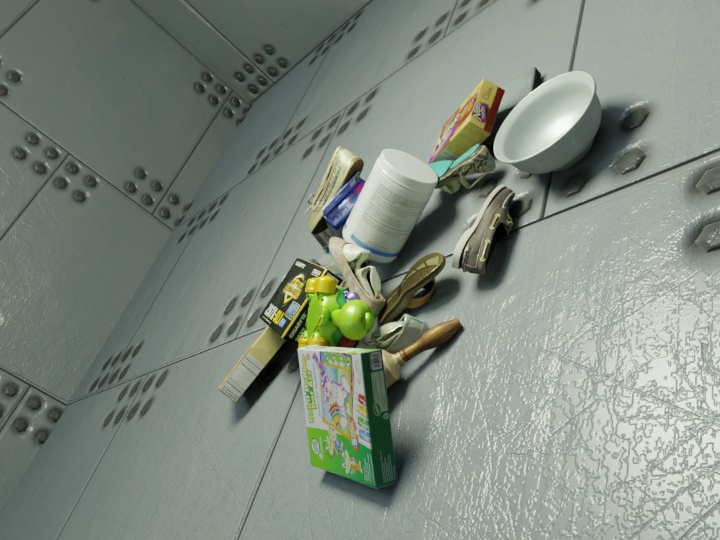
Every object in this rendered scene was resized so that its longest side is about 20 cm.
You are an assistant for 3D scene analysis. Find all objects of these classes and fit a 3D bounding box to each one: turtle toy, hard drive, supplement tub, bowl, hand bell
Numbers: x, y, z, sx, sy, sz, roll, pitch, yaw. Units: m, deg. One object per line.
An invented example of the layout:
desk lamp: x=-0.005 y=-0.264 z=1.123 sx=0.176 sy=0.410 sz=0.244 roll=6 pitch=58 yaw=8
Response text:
turtle toy: x=-0.042 y=0.087 z=1.191 sx=0.200 sy=0.101 sz=0.147 roll=169 pitch=109 yaw=-71
hard drive: x=0.303 y=-0.322 z=1.383 sx=0.139 sy=0.033 sz=0.201 roll=-26 pitch=35 yaw=42
supplement tub: x=0.057 y=-0.128 z=1.351 sx=0.132 sy=0.131 sz=0.200 roll=-94 pitch=28 yaw=-56
bowl: x=0.335 y=-0.235 z=1.142 sx=0.201 sy=0.090 sz=0.201 roll=-38 pitch=27 yaw=24
hand bell: x=0.079 y=0.139 z=1.098 sx=0.199 sy=0.104 sz=0.104 roll=-31 pitch=28 yaw=10

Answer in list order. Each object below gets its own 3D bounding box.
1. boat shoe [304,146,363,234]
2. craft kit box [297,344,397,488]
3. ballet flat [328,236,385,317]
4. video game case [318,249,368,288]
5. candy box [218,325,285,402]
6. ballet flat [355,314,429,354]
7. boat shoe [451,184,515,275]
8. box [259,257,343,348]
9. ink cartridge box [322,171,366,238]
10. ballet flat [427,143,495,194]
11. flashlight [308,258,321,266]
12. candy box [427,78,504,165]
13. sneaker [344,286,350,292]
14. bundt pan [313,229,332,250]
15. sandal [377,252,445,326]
boat shoe: x=-0.063 y=-0.167 z=1.421 sx=0.200 sy=0.063 sz=0.073 roll=-58 pitch=-20 yaw=23
craft kit box: x=-0.026 y=0.220 z=1.045 sx=0.197 sy=0.048 sz=0.201 roll=-8 pitch=89 yaw=59
ballet flat: x=0.000 y=0.000 z=1.286 sx=0.067 sy=0.068 sz=0.201 roll=-47 pitch=57 yaw=35
video game case: x=-0.054 y=0.006 z=1.550 sx=0.200 sy=0.023 sz=0.183 roll=-15 pitch=42 yaw=51
candy box: x=-0.235 y=0.197 z=1.517 sx=0.200 sy=0.055 sz=0.115 roll=-52 pitch=4 yaw=0
ballet flat: x=0.031 y=0.138 z=1.174 sx=0.200 sy=0.069 sz=0.070 roll=-38 pitch=27 yaw=26
boat shoe: x=0.224 y=-0.070 z=1.139 sx=0.059 sy=0.072 sz=0.200 roll=22 pitch=54 yaw=23
box: x=-0.127 y=0.060 z=1.367 sx=0.160 sy=0.049 sz=0.200 roll=-59 pitch=23 yaw=-4
ink cartridge box: x=-0.018 y=-0.122 z=1.453 sx=0.119 sy=0.042 sz=0.200 roll=-47 pitch=-20 yaw=-10
ballet flat: x=0.194 y=-0.193 z=1.340 sx=0.068 sy=0.075 sz=0.200 roll=-50 pitch=19 yaw=-28
flashlight: x=-0.100 y=0.058 z=1.461 sx=0.067 sy=0.068 sz=0.201 roll=-22 pitch=45 yaw=13
candy box: x=0.216 y=-0.291 z=1.384 sx=0.117 sy=0.056 sz=0.200 roll=-68 pitch=12 yaw=-24
sneaker: x=-0.039 y=0.105 z=1.337 sx=0.200 sy=0.082 sz=0.074 roll=-55 pitch=2 yaw=-30
bundt pan: x=-0.050 y=-0.149 z=1.632 sx=0.202 sy=0.076 sz=0.202 roll=-47 pitch=10 yaw=11
sandal: x=0.100 y=0.040 z=1.217 sx=0.200 sy=0.054 sz=0.080 roll=-51 pitch=14 yaw=36
